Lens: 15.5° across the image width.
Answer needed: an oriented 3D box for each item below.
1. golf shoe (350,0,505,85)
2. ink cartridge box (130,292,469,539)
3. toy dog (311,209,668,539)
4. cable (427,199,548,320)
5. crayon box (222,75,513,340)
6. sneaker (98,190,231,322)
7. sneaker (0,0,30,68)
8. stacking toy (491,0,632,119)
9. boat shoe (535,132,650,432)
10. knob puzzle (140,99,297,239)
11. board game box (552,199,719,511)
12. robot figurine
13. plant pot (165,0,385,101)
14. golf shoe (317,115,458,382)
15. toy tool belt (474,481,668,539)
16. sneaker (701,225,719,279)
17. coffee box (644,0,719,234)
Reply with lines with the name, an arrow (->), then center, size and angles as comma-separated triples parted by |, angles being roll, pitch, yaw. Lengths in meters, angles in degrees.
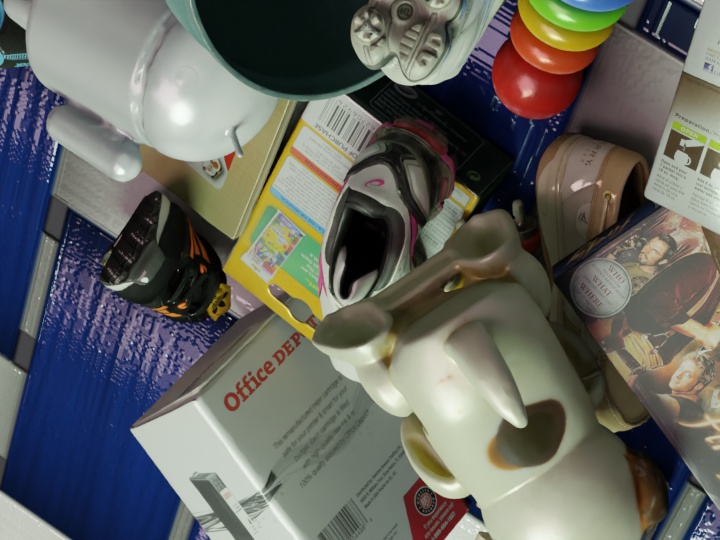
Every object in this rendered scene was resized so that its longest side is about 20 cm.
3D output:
golf shoe -> 0.064, -0.198, 1.508 | 0.078, 0.097, 0.201 | 31, 96, 23
ink cartridge box -> -0.040, 0.134, 1.804 | 0.084, 0.144, 0.200 | -25, 105, 45
toy dog -> 0.098, 0.088, 1.549 | 0.200, 0.139, 0.194 | 57, 166, -19
cable -> 0.105, 0.033, 1.694 | 0.050, 0.097, 0.200 | 51, 167, 39
crayon box -> 0.001, -0.036, 1.714 | 0.126, 0.052, 0.200 | 38, 136, 7
sneaker -> -0.120, -0.001, 1.768 | 0.090, 0.070, 0.200 | 34, 180, -8
sneaker -> -0.262, -0.218, 1.741 | 0.200, 0.082, 0.073 | 49, 135, 11
stacking toy -> 0.125, -0.160, 1.516 | 0.085, 0.085, 0.200 | 34, 142, 11
boat shoe -> 0.158, 0.014, 1.617 | 0.069, 0.074, 0.201 | 8, 124, 37
knob puzzle -> -0.117, -0.148, 1.729 | 0.219, 0.030, 0.221 | 16, 117, 35
board game box -> 0.224, 0.043, 1.566 | 0.135, 0.035, 0.200 | -35, 101, 12
robot figurine -> -0.127, -0.140, 1.643 | 0.199, 0.170, 0.113 | 30, 180, 28
plant pot -> -0.049, -0.216, 1.534 | 0.134, 0.200, 0.201 | 35, 142, 47
golf shoe -> 0.000, 0.000, 1.639 | 0.072, 0.092, 0.201 | 26, 135, 17
toy tool belt -> 0.113, 0.179, 1.681 | 0.122, 0.200, 0.125 | 22, 111, 10
sneaker -> 0.245, 0.050, 1.510 | 0.075, 0.070, 0.200 | -38, 101, 7
coffee box -> 0.232, -0.125, 1.428 | 0.079, 0.114, 0.201 | 28, 135, 16
